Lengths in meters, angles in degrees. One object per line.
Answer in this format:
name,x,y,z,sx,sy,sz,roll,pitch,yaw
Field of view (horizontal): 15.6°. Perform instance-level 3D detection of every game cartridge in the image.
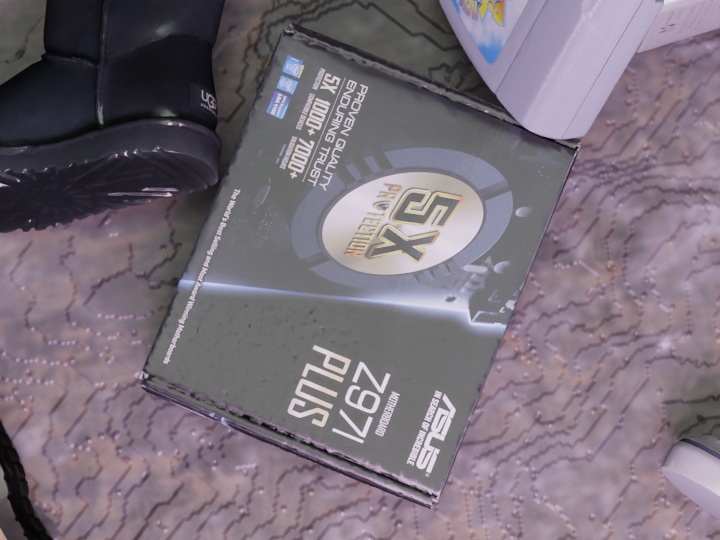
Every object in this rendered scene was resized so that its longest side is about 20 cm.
game cartridge,0.081,-0.171,1.318,0.040,0.134,0.200,-5,52,-26

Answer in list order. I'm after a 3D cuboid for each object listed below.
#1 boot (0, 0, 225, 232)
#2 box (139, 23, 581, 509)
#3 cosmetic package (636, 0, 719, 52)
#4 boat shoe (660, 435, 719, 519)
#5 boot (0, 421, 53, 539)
boot,-0.153,-0.114,1.368,0.199,0.076,0.169,-9,63,24
box,0.000,0.000,1.347,0.163,0.086,0.201,23,85,2
cosmetic package,0.209,-0.242,1.349,0.199,0.123,0.200,-17,84,0
boat shoe,0.252,0.122,1.341,0.199,0.072,0.066,25,81,2
boot,-0.222,0.169,1.347,0.138,0.077,0.201,-26,72,2
